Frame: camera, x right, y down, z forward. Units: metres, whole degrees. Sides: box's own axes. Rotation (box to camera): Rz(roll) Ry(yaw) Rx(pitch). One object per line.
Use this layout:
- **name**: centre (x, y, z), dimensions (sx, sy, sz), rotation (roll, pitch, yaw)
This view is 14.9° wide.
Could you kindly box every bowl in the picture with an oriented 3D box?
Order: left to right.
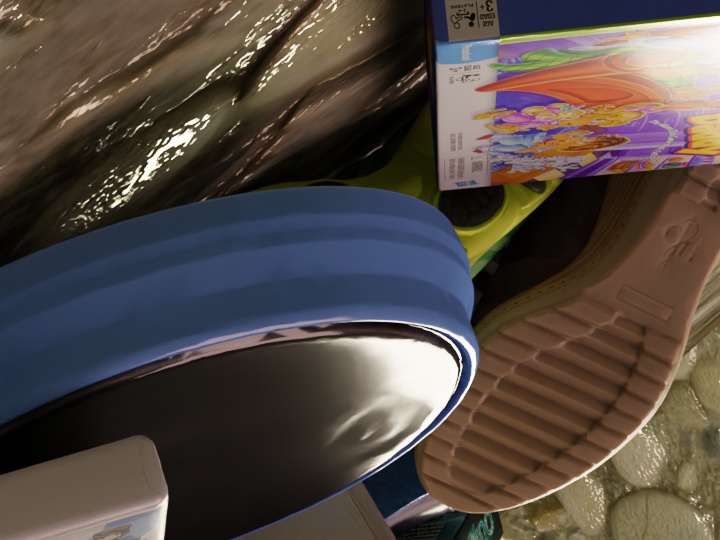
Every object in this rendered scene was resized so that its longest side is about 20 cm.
- **bowl**: centre (-0.059, 0.041, 0.797), dimensions (0.200, 0.040, 0.201), rotation (-17, 159, -7)

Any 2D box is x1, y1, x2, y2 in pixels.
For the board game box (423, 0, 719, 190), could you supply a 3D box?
- **board game box**: centre (0.087, -0.072, 0.835), dimensions (0.134, 0.045, 0.200), rotation (-6, 170, 1)

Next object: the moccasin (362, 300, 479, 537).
- **moccasin**: centre (0.012, 0.063, 1.075), dimensions (0.199, 0.081, 0.068), rotation (-22, 174, -22)

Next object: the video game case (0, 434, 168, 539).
- **video game case**: centre (-0.153, 0.104, 0.766), dimensions (0.199, 0.022, 0.182), rotation (-15, 164, -11)

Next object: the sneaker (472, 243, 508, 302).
- **sneaker**: centre (0.003, 0.024, 1.163), dimensions (0.200, 0.079, 0.095), rotation (-42, -167, 23)

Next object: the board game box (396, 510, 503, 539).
- **board game box**: centre (-0.054, 0.132, 1.095), dimensions (0.199, 0.028, 0.135), rotation (-9, -163, 21)

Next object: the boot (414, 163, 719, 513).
- **boot**: centre (0.087, -0.015, 1.040), dimensions (0.200, 0.072, 0.167), rotation (-52, -164, 16)

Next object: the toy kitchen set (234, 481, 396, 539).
- **toy kitchen set**: centre (-0.075, 0.174, 0.971), dimensions (0.180, 0.164, 0.200), rotation (-29, 171, -21)

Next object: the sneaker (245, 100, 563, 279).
- **sneaker**: centre (0.000, 0.000, 0.953), dimensions (0.200, 0.074, 0.084), rotation (-32, 165, -42)
